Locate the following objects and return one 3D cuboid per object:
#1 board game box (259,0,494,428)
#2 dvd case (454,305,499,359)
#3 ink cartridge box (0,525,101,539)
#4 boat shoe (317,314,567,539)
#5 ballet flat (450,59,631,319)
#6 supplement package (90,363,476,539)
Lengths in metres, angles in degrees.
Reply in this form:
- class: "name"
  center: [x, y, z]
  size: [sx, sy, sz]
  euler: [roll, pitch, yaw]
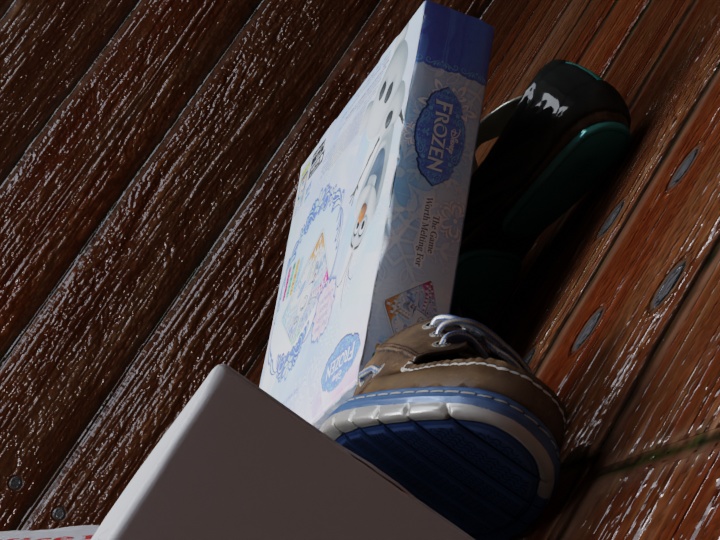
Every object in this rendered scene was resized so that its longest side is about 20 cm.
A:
- class: "board game box"
  center: [0.000, 0.000, 0.917]
  size: [0.200, 0.043, 0.201]
  euler: [133, 151, -62]
- class: "dvd case"
  center: [0.016, 0.098, 0.850]
  size: [0.151, 0.025, 0.200]
  euler: [-55, 5, 8]
- class: "ink cartridge box"
  center: [-0.113, 0.166, 0.736]
  size: [0.200, 0.145, 0.087]
  euler: [-155, 61, -82]
- class: "boat shoe"
  center: [0.024, 0.053, 0.668]
  size: [0.073, 0.072, 0.200]
  euler: [-56, 12, -22]
- class: "ballet flat"
  center: [0.065, -0.029, 0.950]
  size: [0.068, 0.069, 0.200]
  euler: [14, -55, -46]
- class: "supplement package"
  center: [-0.058, 0.153, 0.558]
  size: [0.201, 0.121, 0.120]
  euler: [-56, 4, -23]
